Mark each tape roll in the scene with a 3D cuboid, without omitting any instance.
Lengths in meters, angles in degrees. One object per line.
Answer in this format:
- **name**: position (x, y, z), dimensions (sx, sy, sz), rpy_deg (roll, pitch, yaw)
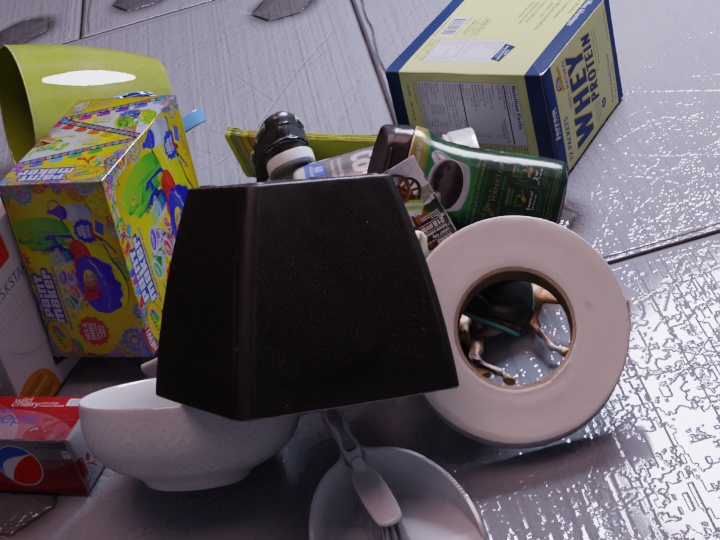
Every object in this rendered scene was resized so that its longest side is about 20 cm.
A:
- **tape roll**: position (0.135, 0.053, 1.281), dimensions (0.200, 0.037, 0.206), rpy_deg (-1, 75, 4)

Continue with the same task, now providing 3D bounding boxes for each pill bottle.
- **pill bottle**: position (0.036, -0.081, 1.571), dimensions (0.197, 0.115, 0.114), rpy_deg (-16, 32, 1)

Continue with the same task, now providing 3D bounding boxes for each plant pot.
- **plant pot**: position (-0.351, -0.213, 1.912), dimensions (0.198, 0.190, 0.187), rpy_deg (-13, 29, -24)
- **plant pot**: position (-0.056, 0.013, 1.219), dimensions (0.198, 0.180, 0.199), rpy_deg (-7, 5, -27)

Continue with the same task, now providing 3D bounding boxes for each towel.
- **towel**: position (-0.055, -0.132, 1.704), dimensions (0.197, 0.086, 0.018), rpy_deg (4, 59, 21)

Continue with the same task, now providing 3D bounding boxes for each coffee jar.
- **coffee jar**: position (0.103, -0.079, 1.469), dimensions (0.197, 0.106, 0.085), rpy_deg (14, 0, 3)

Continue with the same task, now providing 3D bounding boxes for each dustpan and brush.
- **dustpan and brush**: position (0.005, 0.179, 1.242), dimensions (0.138, 0.058, 0.200), rpy_deg (-23, 33, -9)

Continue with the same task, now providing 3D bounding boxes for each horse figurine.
- **horse figurine**: position (0.130, 0.053, 1.389), dimensions (0.198, 0.050, 0.132), rpy_deg (-26, 39, -19)

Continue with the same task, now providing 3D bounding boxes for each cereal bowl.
- **cereal bowl**: position (-0.149, 0.145, 1.311), dimensions (0.197, 0.085, 0.200), rpy_deg (-4, 5, 0)

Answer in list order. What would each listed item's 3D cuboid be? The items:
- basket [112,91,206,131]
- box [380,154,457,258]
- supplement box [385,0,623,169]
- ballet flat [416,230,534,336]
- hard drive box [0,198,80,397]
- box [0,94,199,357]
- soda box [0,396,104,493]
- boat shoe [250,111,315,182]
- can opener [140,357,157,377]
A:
- **basket**: position (-0.280, -0.135, 1.751), dimensions (0.175, 0.140, 0.200), rpy_deg (-29, 4, -19)
- **box**: position (0.000, 0.000, 1.410), dimensions (0.199, 0.138, 0.038), rpy_deg (-31, -3, 1)
- **supplement box**: position (0.169, -0.215, 1.695), dimensions (0.198, 0.136, 0.200), rpy_deg (7, 39, 32)
- **ballet flat**: position (0.066, 0.003, 1.351), dimensions (0.197, 0.069, 0.068), rpy_deg (16, -3, 8)
- **hard drive box**: position (-0.366, 0.037, 1.491), dimensions (0.076, 0.202, 0.157), rpy_deg (-2, 35, 21)
- **box**: position (-0.254, -0.047, 1.517), dimensions (0.120, 0.202, 0.193), rpy_deg (-1, 32, 19)
- **soda box**: position (-0.340, 0.165, 1.408), dimensions (0.197, 0.071, 0.064), rpy_deg (-1, 36, 22)
- **boat shoe**: position (-0.086, -0.126, 1.649), dimensions (0.075, 0.061, 0.200), rpy_deg (-16, -8, -14)
- **can opener**: position (-0.137, 0.064, 1.404), dimensions (0.199, 0.052, 0.067), rpy_deg (-21, 64, 41)
